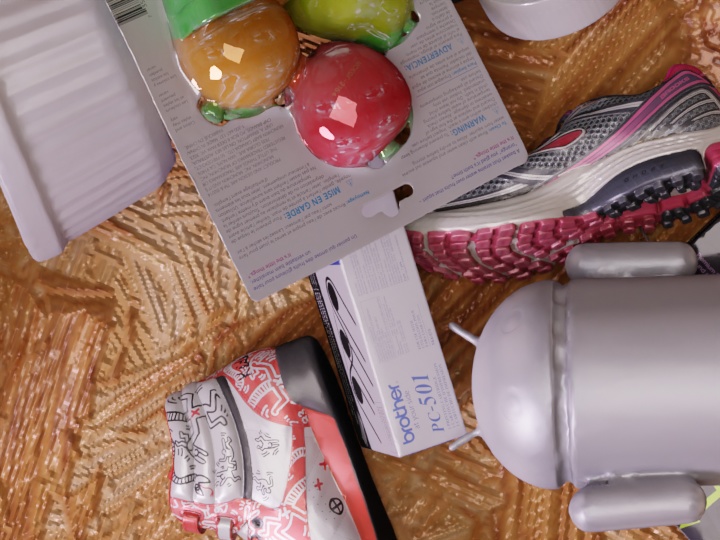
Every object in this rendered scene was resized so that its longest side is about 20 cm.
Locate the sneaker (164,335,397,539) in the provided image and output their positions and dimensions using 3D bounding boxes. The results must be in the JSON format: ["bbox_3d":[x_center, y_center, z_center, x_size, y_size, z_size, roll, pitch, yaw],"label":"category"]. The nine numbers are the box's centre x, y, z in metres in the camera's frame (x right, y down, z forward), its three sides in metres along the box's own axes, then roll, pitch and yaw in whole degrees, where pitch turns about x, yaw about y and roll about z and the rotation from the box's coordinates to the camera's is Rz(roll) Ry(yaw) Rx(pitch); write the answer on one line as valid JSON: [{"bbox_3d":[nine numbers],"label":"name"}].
[{"bbox_3d":[-0.043,0.147,1.689,0.107,0.067,0.202,-20,91,9],"label":"sneaker"}]

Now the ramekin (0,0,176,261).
[{"bbox_3d":[-0.172,-0.113,1.612,0.094,0.202,0.203,-23,94,-4],"label":"ramekin"}]

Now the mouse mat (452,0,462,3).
[{"bbox_3d":[-0.031,-0.216,1.623,0.199,0.008,0.162,-10,96,-25],"label":"mouse mat"}]

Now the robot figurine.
[{"bbox_3d":[0.146,0.060,1.598,0.199,0.113,0.170,-1,59,6],"label":"robot figurine"}]

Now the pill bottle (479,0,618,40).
[{"bbox_3d":[0.072,-0.221,1.567,0.109,0.110,0.200,-25,134,8],"label":"pill bottle"}]

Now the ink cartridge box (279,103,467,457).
[{"bbox_3d":[0.000,0.000,1.649,0.044,0.094,0.201,-18,94,-13],"label":"ink cartridge box"}]

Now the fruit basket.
[{"bbox_3d":[-0.029,-0.110,1.562,0.185,0.094,0.201,-28,98,-25],"label":"fruit basket"}]

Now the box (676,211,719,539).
[{"bbox_3d":[0.221,0.045,1.663,0.200,0.036,0.143,-44,90,8],"label":"box"}]

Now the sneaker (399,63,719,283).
[{"bbox_3d":[0.112,-0.049,1.651,0.199,0.081,0.075,-17,66,7],"label":"sneaker"}]
